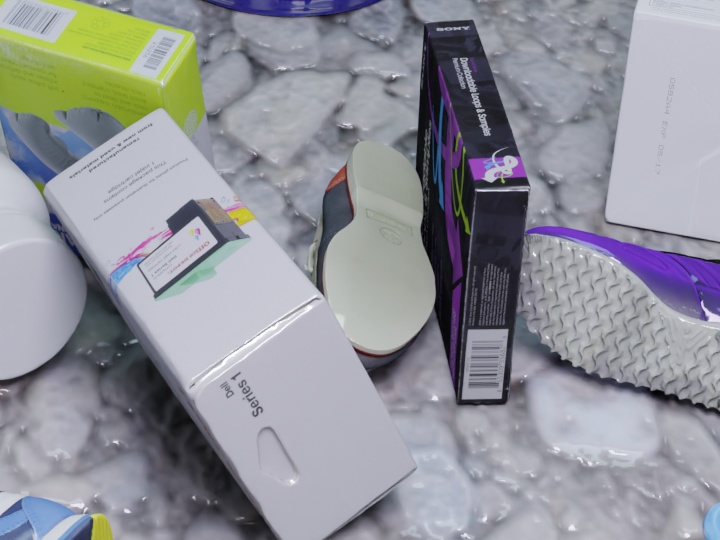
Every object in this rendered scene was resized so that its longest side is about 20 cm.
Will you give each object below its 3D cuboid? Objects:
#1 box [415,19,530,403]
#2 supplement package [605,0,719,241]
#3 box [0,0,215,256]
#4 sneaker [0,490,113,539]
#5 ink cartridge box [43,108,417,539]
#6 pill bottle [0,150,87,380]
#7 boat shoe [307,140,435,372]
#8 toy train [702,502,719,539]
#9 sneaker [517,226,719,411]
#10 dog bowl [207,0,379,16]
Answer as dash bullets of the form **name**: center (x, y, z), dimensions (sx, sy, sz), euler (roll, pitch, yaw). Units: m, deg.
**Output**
- **box**: center (0.061, -0.038, 1.308), dimensions (0.036, 0.143, 0.200), euler (-1, 33, -6)
- **supplement package**: center (0.253, -0.132, 1.463), dimensions (0.150, 0.152, 0.200), euler (11, 33, 9)
- **box**: center (-0.144, -0.067, 1.294), dimensions (0.121, 0.200, 0.048), euler (17, 53, 18)
- **sneaker**: center (-0.204, 0.162, 1.041), dimensions (0.082, 0.074, 0.200), euler (23, 30, 29)
- **ink cartridge box**: center (-0.069, 0.030, 1.170), dimensions (0.084, 0.145, 0.200), euler (-34, 42, -7)
- **pill bottle**: center (-0.242, -0.025, 1.280), dimensions (0.114, 0.115, 0.200), euler (-18, 39, -30)
- **boat shoe**: center (0.000, 0.000, 1.318), dimensions (0.071, 0.063, 0.200), euler (26, 32, -16)
- **toy train**: center (0.207, 0.165, 1.074), dimensions (0.114, 0.087, 0.200), euler (33, 40, 23)
- **sneaker**: center (0.181, 0.022, 1.295), dimensions (0.199, 0.070, 0.100), euler (24, 29, 5)
- **dog bowl**: center (-0.056, -0.272, 1.709), dimensions (0.199, 0.079, 0.200), euler (3, 34, -2)
